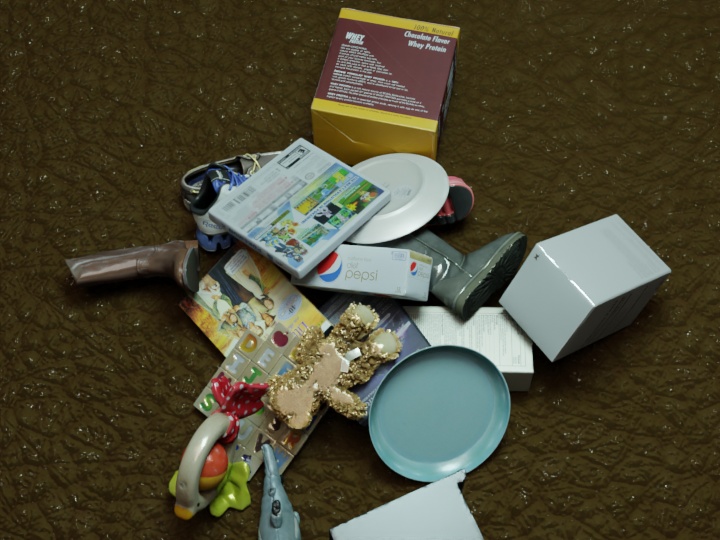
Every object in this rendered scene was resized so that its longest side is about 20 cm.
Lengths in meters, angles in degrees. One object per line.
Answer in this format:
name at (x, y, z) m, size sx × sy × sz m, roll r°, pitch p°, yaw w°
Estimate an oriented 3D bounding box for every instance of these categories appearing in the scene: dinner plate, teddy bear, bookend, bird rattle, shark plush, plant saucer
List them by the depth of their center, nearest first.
bookend at (0.085, 0.394, 1.492) m, size 0.197 × 0.092 × 0.201 m, roll -22°, pitch 65°, yaw -12°
bird rattle at (-0.186, 0.241, 1.524) m, size 0.111 × 0.202 × 0.163 m, roll 26°, pitch 25°, yaw 10°
shark plush at (-0.100, 0.329, 1.535) m, size 0.089 × 0.084 × 0.203 m, roll 2°, pitch 62°, yaw 3°
plant saucer at (0.105, 0.190, 1.570) m, size 0.197 × 0.203 × 0.027 m, roll -14°, pitch 21°, yaw -6°
teddy bear at (-0.036, 0.135, 1.583) m, size 0.144 × 0.067 × 0.202 m, roll 30°, pitch 78°, yaw 10°
dinner plate at (0.032, -0.115, 1.708) m, size 0.197 × 0.024 × 0.202 m, roll -11°, pitch 43°, yaw 10°

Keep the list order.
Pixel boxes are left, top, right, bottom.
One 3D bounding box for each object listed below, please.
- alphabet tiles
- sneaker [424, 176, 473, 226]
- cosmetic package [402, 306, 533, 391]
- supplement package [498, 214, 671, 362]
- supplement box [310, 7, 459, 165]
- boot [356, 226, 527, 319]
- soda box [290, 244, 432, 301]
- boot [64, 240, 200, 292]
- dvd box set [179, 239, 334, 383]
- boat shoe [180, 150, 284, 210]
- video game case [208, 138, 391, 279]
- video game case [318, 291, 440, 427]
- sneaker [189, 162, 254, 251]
alphabet tiles at (-0.134, 0.182, 1.623) m, size 0.165 × 0.006 × 0.201 m, roll 35°, pitch 86°, yaw 18°
sneaker at (0.076, -0.094, 1.777) m, size 0.197 × 0.075 × 0.087 m, roll -15°, pitch 25°, yaw 6°
cosmetic package at (0.143, 0.111, 1.651) m, size 0.196 × 0.073 × 0.105 m, roll 2°, pitch 61°, yaw 2°
supplement package at (0.314, 0.022, 1.623) m, size 0.198 × 0.120 × 0.122 m, roll -17°, pitch 58°, yaw -42°
supplement box at (0.042, -0.278, 1.827) m, size 0.194 × 0.133 × 0.203 m, roll 11°, pitch 63°, yaw 7°
boot at (0.118, -0.034, 1.684) m, size 0.199 × 0.073 × 0.181 m, roll 31°, pitch 54°, yaw 33°
soda box at (0.000, 0.000, 1.631) m, size 0.198 × 0.068 × 0.065 m, roll 6°, pitch 85°, yaw 35°
boot at (-0.333, 0.002, 1.682) m, size 0.196 × 0.186 × 0.065 m, roll -5°, pitch 100°, yaw -5°
dvd box set at (-0.151, 0.067, 1.682) m, size 0.146 × 0.029 × 0.200 m, roll -45°, pitch 69°, yaw 1°
boat shoe at (-0.183, -0.147, 1.803) m, size 0.197 × 0.060 × 0.073 m, roll -16°, pitch 62°, yaw -7°
video game case at (-0.086, -0.093, 1.657) m, size 0.181 × 0.022 × 0.200 m, roll 32°, pitch 56°, yaw 27°
video game case at (0.008, 0.101, 1.632) m, size 0.143 × 0.019 × 0.201 m, roll -42°, pitch 50°, yaw 6°
sneaker at (-0.171, -0.114, 1.733) m, size 0.197 × 0.116 × 0.081 m, roll -26°, pitch 49°, yaw -1°
